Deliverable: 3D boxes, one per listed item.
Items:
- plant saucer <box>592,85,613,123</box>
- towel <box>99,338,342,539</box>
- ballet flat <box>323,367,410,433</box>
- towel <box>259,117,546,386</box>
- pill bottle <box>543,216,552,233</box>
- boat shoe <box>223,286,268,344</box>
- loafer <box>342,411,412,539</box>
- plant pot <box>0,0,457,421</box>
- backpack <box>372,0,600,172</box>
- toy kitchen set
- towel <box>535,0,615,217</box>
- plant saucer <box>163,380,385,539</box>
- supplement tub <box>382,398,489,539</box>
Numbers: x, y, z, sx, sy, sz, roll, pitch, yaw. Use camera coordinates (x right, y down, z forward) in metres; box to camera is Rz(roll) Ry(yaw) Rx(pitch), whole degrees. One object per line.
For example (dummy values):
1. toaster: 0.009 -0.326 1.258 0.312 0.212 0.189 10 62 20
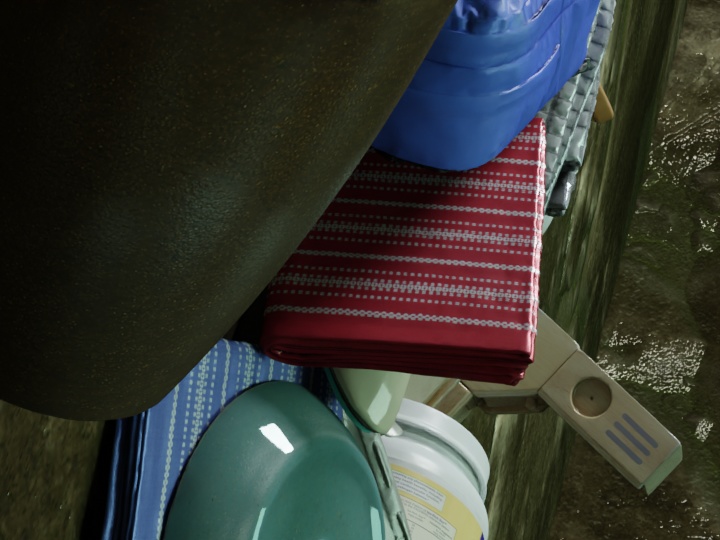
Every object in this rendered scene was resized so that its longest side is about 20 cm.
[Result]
1. plant saucer: 0.130 -0.196 1.696 0.200 0.037 0.200 59 6 -10
2. towel: -0.070 0.109 1.141 0.200 0.024 0.145 13 83 -60
3. ballet flat: 0.000 0.000 1.235 0.070 0.069 0.200 89 -14 -48
4. towel: 0.027 -0.019 1.203 0.200 0.144 0.023 -81 174 -46
5. pill bottle: 0.090 -0.071 1.610 0.200 0.113 0.113 -72 170 -69
6. boat shoe: -0.055 0.090 1.241 0.073 0.063 0.200 72 31 -68
7. loafer: -0.012 0.095 1.313 0.070 0.070 0.200 -10 -90 62
8. plant pot: -0.080 -0.055 0.756 0.187 0.187 0.200 -57 171 -61
9. backpack: 0.037 -0.160 1.213 0.200 0.162 0.168 -51 153 -48
10. toy kitchen set: 0.090 0.129 1.536 0.200 0.180 0.163 -46 164 -3
11. towel: 0.070 -0.135 1.384 0.086 0.165 0.200 84 20 -74
12. plant saucer: -0.036 0.159 1.149 0.200 0.036 0.200 -13 105 -60
13. supplement tub: 0.000 0.195 1.409 0.146 0.145 0.200 87 19 -51
